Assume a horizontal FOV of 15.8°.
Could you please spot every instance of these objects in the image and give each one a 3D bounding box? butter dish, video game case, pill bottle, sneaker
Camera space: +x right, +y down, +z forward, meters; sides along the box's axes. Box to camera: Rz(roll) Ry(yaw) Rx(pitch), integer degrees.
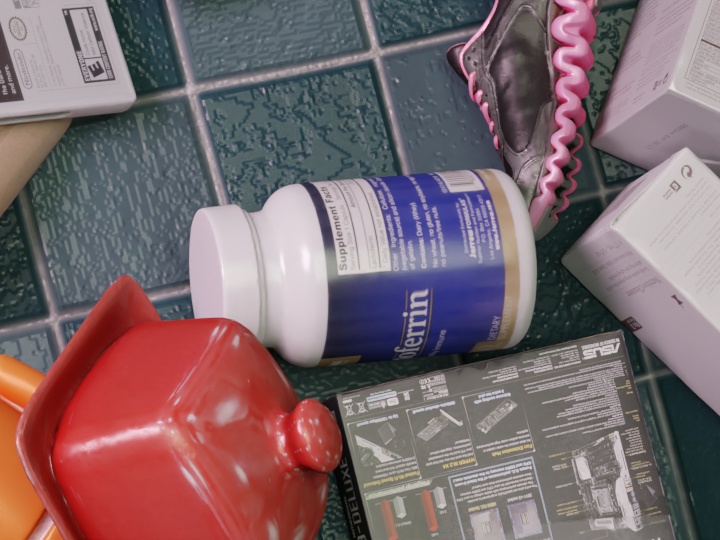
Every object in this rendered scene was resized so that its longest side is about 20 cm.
[{"bbox_3d":[-0.080,0.111,1.504,0.148,0.200,0.200,-16,112,24],"label":"butter dish"},{"bbox_3d":[-0.245,-0.183,1.598,0.182,0.023,0.200,-9,75,-36],"label":"video game case"},{"bbox_3d":[0.000,0.000,1.620,0.200,0.116,0.116,-5,81,-14],"label":"pill bottle"},{"bbox_3d":[0.101,-0.117,1.700,0.095,0.079,0.200,6,77,9],"label":"sneaker"}]

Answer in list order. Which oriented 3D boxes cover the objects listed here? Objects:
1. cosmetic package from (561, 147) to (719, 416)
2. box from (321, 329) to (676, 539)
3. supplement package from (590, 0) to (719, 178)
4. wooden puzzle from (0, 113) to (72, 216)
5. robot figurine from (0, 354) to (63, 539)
[{"bbox_3d":[0.238,0.025,1.679,0.200,0.113,0.081,45,72,-1],"label":"cosmetic package"},{"bbox_3d":[0.090,0.135,1.652,0.200,0.050,0.158,-13,84,-16],"label":"box"},{"bbox_3d":[0.269,-0.158,1.698,0.150,0.152,0.200,23,75,-10],"label":"supplement package"},{"bbox_3d":[-0.295,-0.096,1.573,0.200,0.046,0.185,37,49,-7],"label":"wooden puzzle"},{"bbox_3d":[-0.228,0.131,1.532,0.200,0.117,0.144,36,47,-13],"label":"robot figurine"}]
